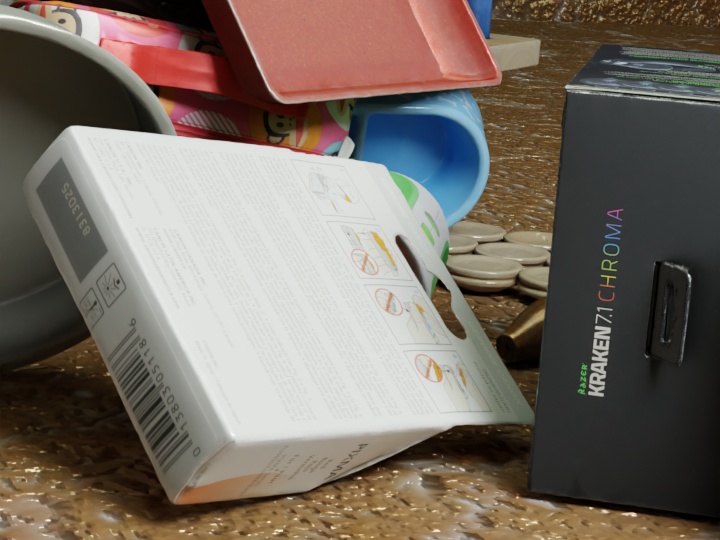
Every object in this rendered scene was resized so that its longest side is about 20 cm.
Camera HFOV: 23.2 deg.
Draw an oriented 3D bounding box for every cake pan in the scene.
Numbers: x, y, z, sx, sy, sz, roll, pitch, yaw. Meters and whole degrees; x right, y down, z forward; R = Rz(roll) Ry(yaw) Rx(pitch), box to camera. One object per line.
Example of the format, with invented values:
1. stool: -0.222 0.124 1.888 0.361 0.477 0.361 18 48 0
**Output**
1. cake pan: -0.179 -0.037 0.783 0.200 0.200 0.037 0 39 -19

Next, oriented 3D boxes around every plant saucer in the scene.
1. plant saucer: -0.030 -0.174 0.938 0.037 0.200 0.200 -33 -13 37

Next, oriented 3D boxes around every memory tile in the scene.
1. memory tile: 0.075 -0.009 1.139 0.200 0.017 0.153 9 14 24

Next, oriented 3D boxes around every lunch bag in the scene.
1. lunch bag: -0.104 -0.094 0.959 0.200 0.082 0.176 11 -4 -26

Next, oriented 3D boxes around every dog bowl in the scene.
1. dog bowl: -0.009 -0.072 1.125 0.200 0.112 0.050 0 27 -16

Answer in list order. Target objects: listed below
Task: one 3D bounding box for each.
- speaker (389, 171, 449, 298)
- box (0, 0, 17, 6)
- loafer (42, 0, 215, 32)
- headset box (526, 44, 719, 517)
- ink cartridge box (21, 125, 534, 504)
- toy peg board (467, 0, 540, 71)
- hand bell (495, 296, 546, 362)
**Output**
1. speaker: 0.000 0.000 0.924 0.088 0.089 0.200 5 13 6
2. box: -0.288 -0.139 1.182 0.171 0.199 0.200 -9 19 -44
3. loafer: -0.131 -0.174 0.963 0.200 0.073 0.071 13 -3 -14
4. headset box: 0.134 -0.003 0.778 0.093 0.174 0.200 7 12 11
5. ink cartridge box: -0.032 0.017 0.758 0.200 0.050 0.162 5 47 -50
6. toy peg board: -0.010 -0.183 1.121 0.200 0.098 0.199 12 16 28
7. hand bell: 0.150 0.010 0.976 0.200 0.104 0.104 -23 28 -38
